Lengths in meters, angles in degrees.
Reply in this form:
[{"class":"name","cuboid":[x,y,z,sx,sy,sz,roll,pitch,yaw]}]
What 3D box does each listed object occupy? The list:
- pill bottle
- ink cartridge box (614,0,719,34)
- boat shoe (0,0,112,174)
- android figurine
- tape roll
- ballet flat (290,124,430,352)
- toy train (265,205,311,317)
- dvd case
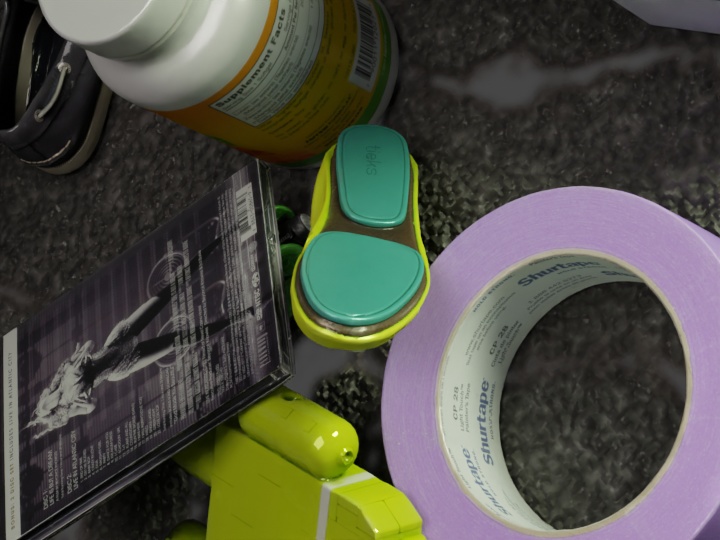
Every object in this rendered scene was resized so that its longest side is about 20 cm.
[{"class":"pill bottle","cuboid":[-0.075,-0.128,1.271,0.111,0.200,0.112,-8,74,30]},{"class":"ink cartridge box","cuboid":[0.207,-0.216,1.185,0.144,0.084,0.201,12,86,33]},{"class":"boat shoe","cuboid":[-0.172,-0.159,1.423,0.072,0.063,0.201,4,81,33]},{"class":"android figurine","cuboid":[-0.031,0.151,1.235,0.200,0.041,0.183,30,120,44]},{"class":"tape roll","cuboid":[0.110,0.064,1.191,0.199,0.066,0.201,-8,75,31]},{"class":"ballet flat","cuboid":[0.000,0.000,1.228,0.066,0.200,0.067,10,121,-2]},{"class":"toy train","cuboid":[-0.092,0.036,1.329,0.200,0.056,0.042,-37,46,20]},{"class":"dvd case","cuboid":[-0.118,0.047,1.286,0.200,0.016,0.149,-33,41,23]}]
